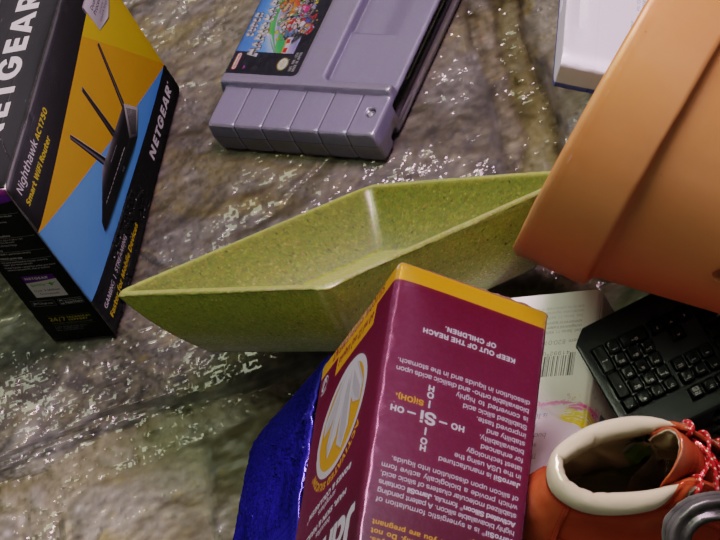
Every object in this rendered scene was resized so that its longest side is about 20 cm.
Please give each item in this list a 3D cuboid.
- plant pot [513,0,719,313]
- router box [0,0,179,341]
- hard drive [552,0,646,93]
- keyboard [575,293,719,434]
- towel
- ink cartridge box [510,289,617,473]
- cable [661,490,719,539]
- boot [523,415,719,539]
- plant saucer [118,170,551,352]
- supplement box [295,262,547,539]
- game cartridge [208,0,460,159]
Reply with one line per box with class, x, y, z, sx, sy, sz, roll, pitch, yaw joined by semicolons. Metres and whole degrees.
plant pot;0.187;-0.063;1.507;0.140;0.200;0.200;29;66;4
router box;-0.181;-0.080;1.812;0.051;0.149;0.200;-7;51;23
hard drive;0.211;-0.136;1.665;0.200;0.025;0.132;12;49;-5
keyboard;0.222;0.031;1.550;0.200;0.040;0.104;-26;74;-10
towel;-0.039;0.148;1.573;0.148;0.050;0.200;-42;29;47
ink cartridge box;0.075;0.113;1.576;0.117;0.067;0.200;-6;51;23
cable;0.245;0.137;1.436;0.200;0.097;0.050;-5;20;-1
boot;0.171;0.113;1.464;0.200;0.107;0.075;-5;58;-17
plant saucer;0.000;0.000;1.650;0.200;0.048;0.200;-24;13;-36
supplement box;0.025;0.114;1.460;0.086;0.110;0.200;19;52;-13
game cartridge;-0.007;-0.159;1.870;0.130;0.038;0.200;8;58;27
